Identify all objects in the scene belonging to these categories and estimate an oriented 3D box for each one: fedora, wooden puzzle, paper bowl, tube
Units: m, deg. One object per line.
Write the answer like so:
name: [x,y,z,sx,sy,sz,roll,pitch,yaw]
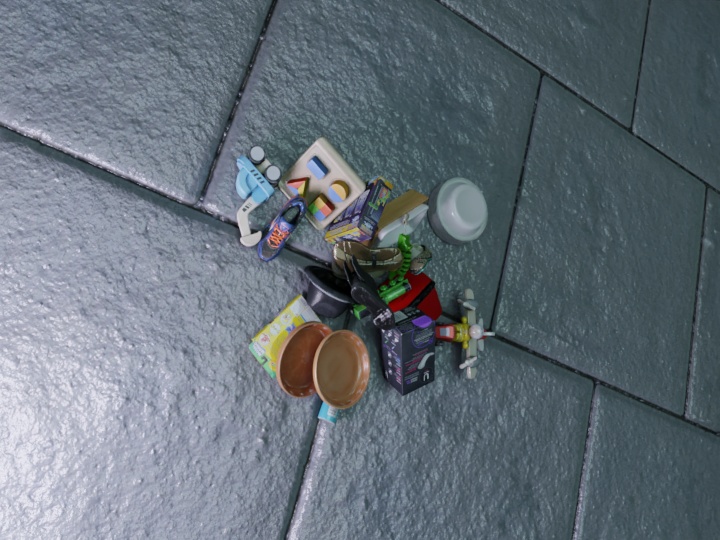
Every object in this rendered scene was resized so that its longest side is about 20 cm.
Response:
fedora: [-0.084,0.070,1.507,0.197,0.201,0.093,27,103,-20]
wooden puzzle: [-0.111,-0.228,1.520,0.186,0.199,0.047,46,29,-11]
paper bowl: [0.317,-0.191,1.761,0.195,0.104,0.208,4,81,-25]
tube: [-0.060,0.312,1.527,0.078,0.049,0.205,46,59,-52]

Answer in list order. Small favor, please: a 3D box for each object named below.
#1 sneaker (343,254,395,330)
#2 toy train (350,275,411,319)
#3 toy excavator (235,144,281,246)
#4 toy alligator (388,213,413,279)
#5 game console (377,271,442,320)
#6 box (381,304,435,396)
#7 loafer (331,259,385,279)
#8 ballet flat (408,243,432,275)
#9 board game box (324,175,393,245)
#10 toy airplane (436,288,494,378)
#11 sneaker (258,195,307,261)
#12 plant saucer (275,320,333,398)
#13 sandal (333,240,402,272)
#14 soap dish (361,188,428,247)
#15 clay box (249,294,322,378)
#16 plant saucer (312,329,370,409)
sneaker: [0.026,0.060,1.473,0.200,0.059,0.105,47,22,-24]
toy train: [0.061,0.077,1.584,0.196,0.056,0.043,-28,126,-18]
toy excavator: [-0.288,-0.196,1.483,0.200,0.100,0.195,-43,99,-11]
toy alligator: [0.123,-0.055,1.559,0.059,0.053,0.205,-23,135,-51]
game console: [0.134,0.108,1.672,0.171,0.120,0.199,39,63,19]
box: [0.134,0.221,1.560,0.119,0.106,0.206,-17,119,-27]
loafer: [0.000,0.000,1.581,0.195,0.069,0.077,-3,52,-34]
ballet flat: [0.166,-0.040,1.639,0.076,0.067,0.200,55,19,-1]
board game box: [-0.007,-0.158,1.543,0.056,0.198,0.169,30,71,-24]
toy airplane: [0.332,0.190,1.686,0.199,0.140,0.201,-45,101,-25]
sneaker: [-0.211,-0.115,1.491,0.074,0.078,0.203,32,87,-10]
plant saucer: [-0.142,0.232,1.471,0.197,0.032,0.207,-16,114,-41]
sandal: [0.018,-0.038,1.522,0.193,0.054,0.083,3,101,-13]
soap dish: [0.094,-0.140,1.621,0.198,0.158,0.082,-33,77,-27]
clay box: [-0.199,0.175,1.482,0.200,0.047,0.116,-43,103,-24]
plant saucer: [-0.054,0.262,1.487,0.196,0.037,0.208,5,82,-43]
